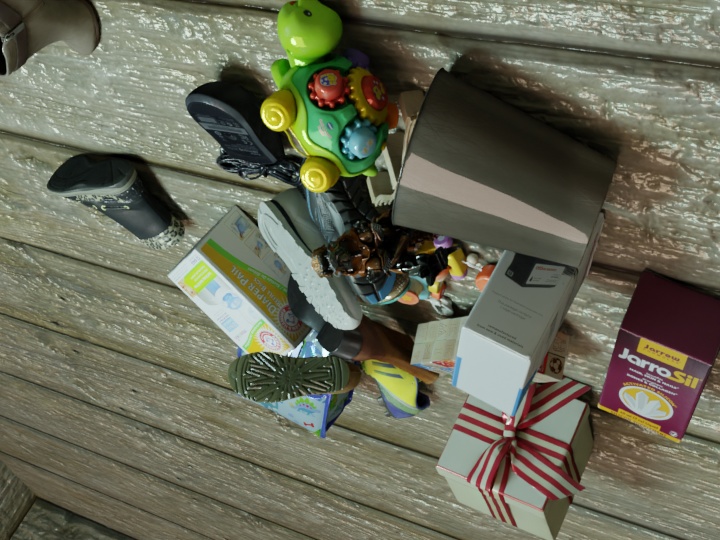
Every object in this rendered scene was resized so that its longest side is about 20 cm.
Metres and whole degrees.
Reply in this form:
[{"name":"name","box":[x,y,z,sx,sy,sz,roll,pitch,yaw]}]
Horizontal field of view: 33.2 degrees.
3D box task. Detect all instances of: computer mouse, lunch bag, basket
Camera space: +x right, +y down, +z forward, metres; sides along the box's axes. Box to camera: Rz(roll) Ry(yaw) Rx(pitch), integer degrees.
[{"name":"computer mouse","box":[-0.146,-0.176,1.476,0.137,0.053,0.200,15,161,26]},{"name":"lunch bag","box":[-0.096,0.138,1.874,0.168,0.128,0.202,24,134,15]},{"name":"basket","box":[0.149,-0.090,1.228,0.198,0.137,0.182,22,132,9]}]

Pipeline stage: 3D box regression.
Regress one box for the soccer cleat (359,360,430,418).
[{"name":"soccer cleat","box":[0.050,0.147,1.817,0.083,0.065,0.201,-13,132,14]}]

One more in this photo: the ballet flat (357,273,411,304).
[{"name":"ballet flat","box":[0.000,0.000,1.557,0.066,0.070,0.199,51,164,-17]}]

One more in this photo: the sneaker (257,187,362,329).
[{"name":"sneaker","box":[-0.047,-0.019,1.516,0.201,0.080,0.076,57,148,12]}]

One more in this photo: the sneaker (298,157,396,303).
[{"name":"sneaker","box":[-0.015,-0.056,1.473,0.082,0.072,0.203,-12,99,64]}]

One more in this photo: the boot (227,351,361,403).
[{"name":"boot","box":[-0.087,0.151,1.683,0.172,0.067,0.200,3,175,2]}]

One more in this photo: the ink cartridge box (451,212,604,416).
[{"name":"ink cartridge box","box":[0.183,0.034,1.322,0.083,0.201,0.146,25,153,14]}]

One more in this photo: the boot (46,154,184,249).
[{"name":"boot","box":[-0.367,-0.097,1.802,0.202,0.074,0.154,5,146,43]}]

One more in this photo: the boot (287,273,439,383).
[{"name":"boot","box":[0.006,0.068,1.682,0.198,0.069,0.188,19,-162,-42]}]

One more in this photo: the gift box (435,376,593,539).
[{"name":"gift box","box":[0.232,0.248,1.661,0.197,0.187,0.187,14,157,23]}]

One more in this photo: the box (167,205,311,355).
[{"name":"box","box":[-0.157,0.027,1.718,0.200,0.102,0.112,45,144,-8]}]

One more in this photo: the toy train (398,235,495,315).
[{"name":"toy train","box":[0.117,0.026,1.534,0.150,0.056,0.199,41,151,-18]}]

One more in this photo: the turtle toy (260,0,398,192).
[{"name":"turtle toy","box":[-0.031,-0.187,1.260,0.100,0.146,0.201,-24,106,32]}]

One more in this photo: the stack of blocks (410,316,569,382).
[{"name":"stack of blocks","box":[0.165,0.104,1.569,0.114,0.059,0.199,19,166,-24]}]

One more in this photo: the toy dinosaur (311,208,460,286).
[{"name":"toy dinosaur","box":[0.035,-0.038,1.385,0.135,0.200,0.103,-11,115,48]}]

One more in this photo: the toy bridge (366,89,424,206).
[{"name":"toy bridge","box":[0.044,-0.122,1.349,0.027,0.068,0.200,-8,158,-15]}]

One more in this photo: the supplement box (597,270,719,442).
[{"name":"supplement box","box":[0.349,0.102,1.391,0.109,0.086,0.201,22,151,17]}]

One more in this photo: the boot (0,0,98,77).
[{"name":"boot","box":[-0.386,-0.285,1.425,0.069,0.147,0.201,17,150,20]}]
